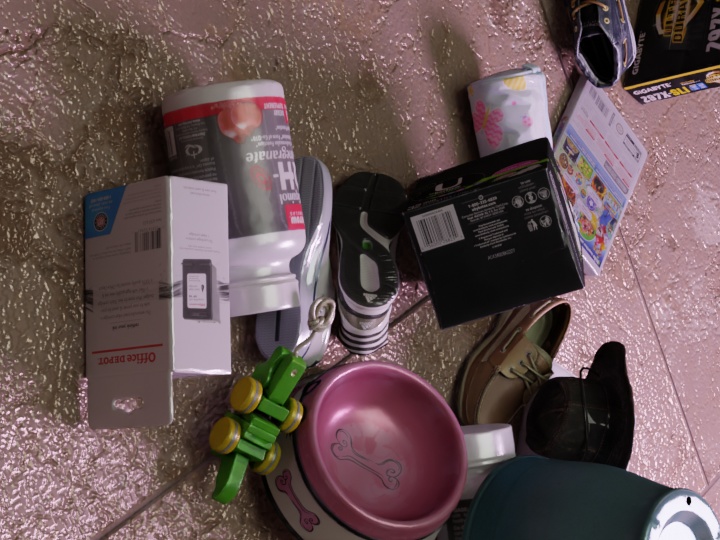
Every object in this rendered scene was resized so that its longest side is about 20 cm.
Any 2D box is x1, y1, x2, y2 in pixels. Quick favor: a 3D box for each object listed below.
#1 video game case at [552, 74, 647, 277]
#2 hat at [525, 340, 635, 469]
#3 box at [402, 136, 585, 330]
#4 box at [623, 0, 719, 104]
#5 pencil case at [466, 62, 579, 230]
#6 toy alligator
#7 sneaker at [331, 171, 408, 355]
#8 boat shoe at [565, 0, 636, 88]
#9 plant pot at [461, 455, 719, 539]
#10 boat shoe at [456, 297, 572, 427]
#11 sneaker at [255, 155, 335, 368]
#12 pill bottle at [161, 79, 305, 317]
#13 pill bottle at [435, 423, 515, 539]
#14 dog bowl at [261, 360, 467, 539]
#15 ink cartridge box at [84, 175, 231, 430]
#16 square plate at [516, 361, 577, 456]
[{"bbox_3d":[0.270,-0.113,1.847,0.143,0.018,0.200,48,53,-31],"label":"video game case"},{"bbox_3d":[0.218,0.164,1.625,0.081,0.201,0.201,7,77,-9],"label":"hat"},{"bbox_3d":[0.134,-0.041,1.546,0.200,0.148,0.125,-60,132,-75],"label":"box"},{"bbox_3d":[0.416,-0.314,1.928,0.049,0.159,0.201,33,62,-38],"label":"box"},{"bbox_3d":[0.175,-0.120,1.698,0.083,0.091,0.201,-18,96,-46],"label":"pencil case"},{"bbox_3d":[-0.085,0.109,1.383,0.059,0.054,0.201,30,85,-33],"label":"toy alligator"},{"bbox_3d":[0.000,0.000,1.526,0.075,0.116,0.201,9,43,-3],"label":"sneaker"},{"bbox_3d":[0.271,-0.315,1.826,0.201,0.071,0.091,66,27,-18],"label":"boat shoe"},{"bbox_3d":[0.228,0.272,1.457,0.200,0.188,0.201,7,80,-43],"label":"plant pot"},{"bbox_3d":[0.167,0.097,1.667,0.076,0.074,0.200,49,52,-29],"label":"boat shoe"},{"bbox_3d":[-0.057,-0.005,1.466,0.071,0.073,0.201,33,63,-61],"label":"sneaker"},{"bbox_3d":[-0.108,-0.061,1.381,0.110,0.110,0.201,-9,90,-46],"label":"pill bottle"},{"bbox_3d":[0.118,0.258,1.562,0.114,0.114,0.201,-6,89,-46],"label":"pill bottle"},{"bbox_3d":[0.011,0.171,1.441,0.199,0.074,0.201,15,56,-24],"label":"dog bowl"},{"bbox_3d":[-0.169,0.030,1.300,0.067,0.116,0.201,5,80,-46],"label":"ink cartridge box"},{"bbox_3d":[0.247,0.217,1.765,0.198,0.028,0.201,30,64,-39],"label":"square plate"}]
